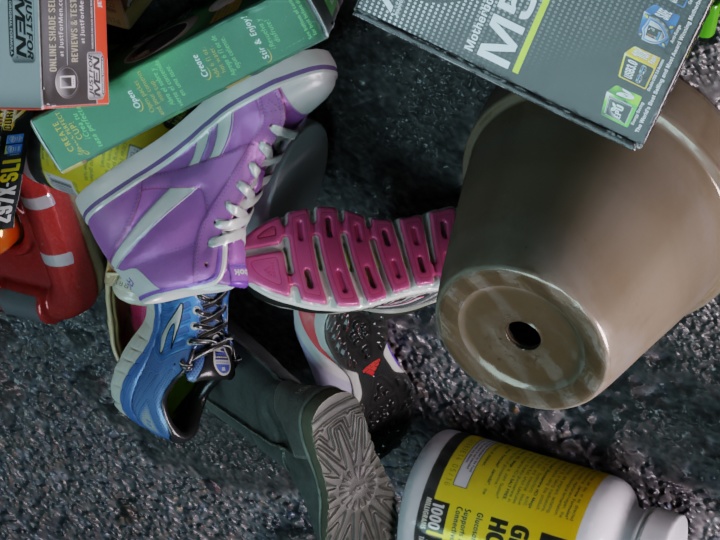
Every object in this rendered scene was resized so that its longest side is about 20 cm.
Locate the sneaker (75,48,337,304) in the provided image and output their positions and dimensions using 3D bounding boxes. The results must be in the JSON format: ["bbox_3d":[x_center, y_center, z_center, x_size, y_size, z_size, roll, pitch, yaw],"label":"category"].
[{"bbox_3d":[-0.078,-0.052,1.398,0.200,0.073,0.114,-36,76,16],"label":"sneaker"}]

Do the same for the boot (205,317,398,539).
[{"bbox_3d":[-0.061,0.133,1.643,0.200,0.073,0.182,18,123,49],"label":"boot"}]

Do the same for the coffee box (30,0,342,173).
[{"bbox_3d":[-0.108,-0.139,1.379,0.200,0.123,0.044,-26,107,14],"label":"coffee box"}]

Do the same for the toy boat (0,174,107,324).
[{"bbox_3d":[-0.288,-0.033,1.639,0.130,0.131,0.200,11,130,36],"label":"toy boat"}]

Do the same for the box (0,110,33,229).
[{"bbox_3d":[-0.280,-0.152,1.504,0.160,0.049,0.200,113,143,-47],"label":"box"}]

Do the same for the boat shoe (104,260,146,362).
[{"bbox_3d":[-0.162,0.003,1.649,0.074,0.069,0.200,20,137,16],"label":"boat shoe"}]

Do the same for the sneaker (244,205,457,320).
[{"bbox_3d":[0.000,0.000,1.478,0.087,0.200,0.074,-38,62,59],"label":"sneaker"}]

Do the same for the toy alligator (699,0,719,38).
[{"bbox_3d":[0.171,-0.161,1.283,0.200,0.054,0.059,21,138,15],"label":"toy alligator"}]

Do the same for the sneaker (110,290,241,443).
[{"bbox_3d":[-0.118,0.040,1.601,0.089,0.078,0.200,36,119,39],"label":"sneaker"}]

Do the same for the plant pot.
[{"bbox_3d":[0.134,-0.012,1.361,0.200,0.174,0.200,18,135,18],"label":"plant pot"}]

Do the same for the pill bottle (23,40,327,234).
[{"bbox_3d":[-0.132,-0.088,1.508,0.200,0.114,0.114,19,137,17],"label":"pill bottle"}]

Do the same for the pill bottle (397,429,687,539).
[{"bbox_3d":[0.137,0.196,1.603,0.200,0.112,0.113,14,135,22],"label":"pill bottle"}]

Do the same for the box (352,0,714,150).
[{"bbox_3d":[0.119,-0.198,1.235,0.193,0.048,0.200,27,114,6],"label":"box"}]

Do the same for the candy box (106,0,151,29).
[{"bbox_3d":[-0.231,-0.233,1.373,0.200,0.055,0.116,18,145,23],"label":"candy box"}]

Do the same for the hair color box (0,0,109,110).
[{"bbox_3d":[-0.250,-0.152,1.345,0.200,0.061,0.102,5,98,38],"label":"hair color box"}]

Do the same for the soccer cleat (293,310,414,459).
[{"bbox_3d":[-0.010,0.069,1.628,0.073,0.068,0.200,42,158,39],"label":"soccer cleat"}]
